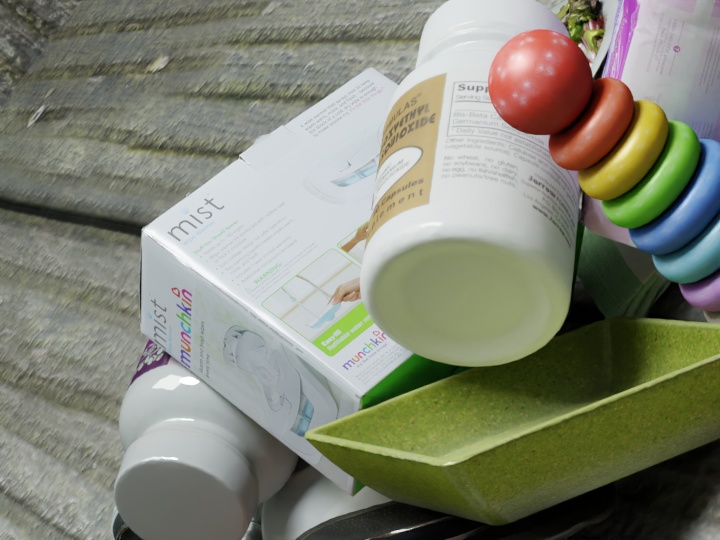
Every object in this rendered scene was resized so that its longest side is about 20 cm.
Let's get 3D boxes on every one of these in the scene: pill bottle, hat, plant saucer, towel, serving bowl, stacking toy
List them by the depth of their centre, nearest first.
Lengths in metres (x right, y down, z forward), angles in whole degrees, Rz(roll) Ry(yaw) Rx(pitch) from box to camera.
[{"bbox_3d":[0.053,0.164,1.462,0.200,0.081,0.201,-17,8,3],"label":"hat"},{"bbox_3d":[0.097,0.080,1.476,0.199,0.048,0.200,-20,8,-20],"label":"plant saucer"},{"bbox_3d":[0.149,-0.055,1.479,0.085,0.200,0.085,-44,19,20],"label":"stacking toy"},{"bbox_3d":[0.066,-0.056,1.575,0.114,0.114,0.201,-36,31,39],"label":"pill bottle"},{"bbox_3d":[0.202,-0.059,1.652,0.200,0.023,0.153,-50,17,10],"label":"towel"},{"bbox_3d":[-0.082,0.073,1.724,0.112,0.112,0.200,-36,23,38],"label":"pill bottle"},{"bbox_3d":[0.003,0.109,1.739,0.200,0.066,0.200,-44,20,20],"label":"serving bowl"}]

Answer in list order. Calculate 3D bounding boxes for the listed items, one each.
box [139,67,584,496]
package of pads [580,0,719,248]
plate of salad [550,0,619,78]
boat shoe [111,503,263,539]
[{"bbox_3d":[0.000,0.000,1.656,0.200,0.176,0.097,-38,-30,-33],"label":"box"},{"bbox_3d":[0.175,-0.123,1.548,0.121,0.075,0.201,-76,-1,-55],"label":"package of pads"},{"bbox_3d":[0.103,-0.124,1.977,0.200,0.048,0.200,-45,18,19],"label":"plate of salad"},{"bbox_3d":[-0.115,0.173,1.888,0.200,0.072,0.071,-22,29,53],"label":"boat shoe"}]
